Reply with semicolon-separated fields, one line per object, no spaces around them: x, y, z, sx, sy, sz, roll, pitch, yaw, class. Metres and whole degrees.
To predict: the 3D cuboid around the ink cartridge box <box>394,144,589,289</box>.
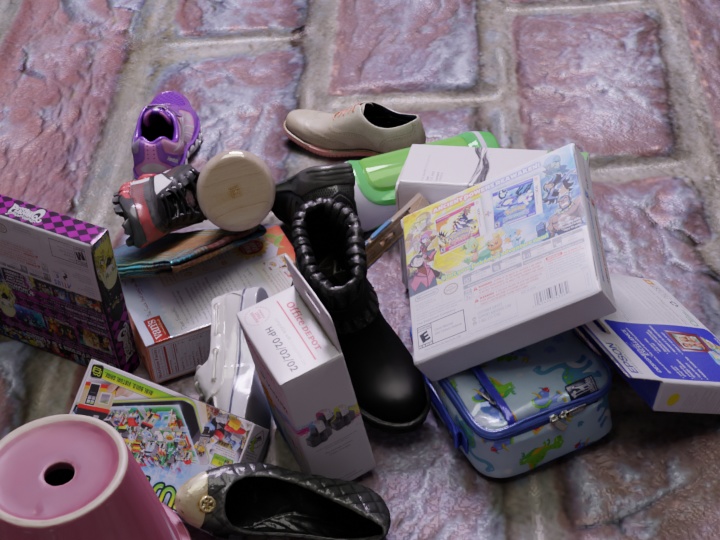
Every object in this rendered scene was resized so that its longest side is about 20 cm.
0.144;-0.053;1.585;0.197;0.147;0.085;5;38;12;ink cartridge box

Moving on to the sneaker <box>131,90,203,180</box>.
-0.246;-0.177;1.834;0.079;0.089;0.201;-4;38;4;sneaker

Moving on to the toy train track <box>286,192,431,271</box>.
0.000;0.000;1.530;0.200;0.115;0.033;-43;40;6;toy train track

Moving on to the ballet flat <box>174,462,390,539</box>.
-0.068;0.211;1.321;0.197;0.067;0.057;5;4;-10;ballet flat

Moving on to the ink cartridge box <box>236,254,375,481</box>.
-0.055;0.099;1.375;0.067;0.202;0.115;-25;41;-12;ink cartridge box

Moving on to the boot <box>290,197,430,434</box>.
-0.002;0.047;1.402;0.079;0.158;0.212;-33;71;-21;boot

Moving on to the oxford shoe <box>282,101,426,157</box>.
-0.007;-0.183;1.822;0.198;0.075;0.071;11;41;20;oxford shoe

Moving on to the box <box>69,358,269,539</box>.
-0.193;0.168;1.398;0.198;0.035;0.111;17;82;27;box

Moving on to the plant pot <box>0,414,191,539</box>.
-0.246;0.232;1.258;0.197;0.181;0.201;-4;38;3;plant pot

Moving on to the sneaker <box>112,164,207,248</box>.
-0.215;-0.076;1.634;0.097;0.072;0.201;-14;10;7;sneaker

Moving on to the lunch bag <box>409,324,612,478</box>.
0.145;0.104;1.446;0.159;0.083;0.201;-19;40;-11;lunch bag

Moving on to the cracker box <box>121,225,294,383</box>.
-0.154;0.034;1.586;0.198;0.058;0.134;-18;39;-15;cracker box

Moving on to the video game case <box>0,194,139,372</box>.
-0.332;0.011;1.538;0.198;0.183;0.036;17;44;26;video game case

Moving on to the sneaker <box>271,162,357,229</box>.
-0.053;-0.050;1.643;0.075;0.116;0.199;-6;-3;-22;sneaker

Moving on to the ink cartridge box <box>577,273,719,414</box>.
0.269;0.066;1.436;0.198;0.047;0.198;6;31;-34;ink cartridge box

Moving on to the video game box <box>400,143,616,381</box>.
0.137;-0.008;1.416;0.198;0.047;0.184;-23;51;23;video game box

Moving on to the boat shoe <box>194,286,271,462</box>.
-0.130;0.110;1.458;0.069;0.071;0.202;-8;61;15;boat shoe

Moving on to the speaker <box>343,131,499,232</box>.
0.065;-0.103;1.707;0.197;0.089;0.089;-14;39;-10;speaker

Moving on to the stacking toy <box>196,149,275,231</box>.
-0.136;-0.095;1.635;0.084;0.087;0.200;-8;8;-2;stacking toy

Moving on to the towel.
-0.218;-0.021;1.607;0.198;0.022;0.146;-5;16;44;towel
